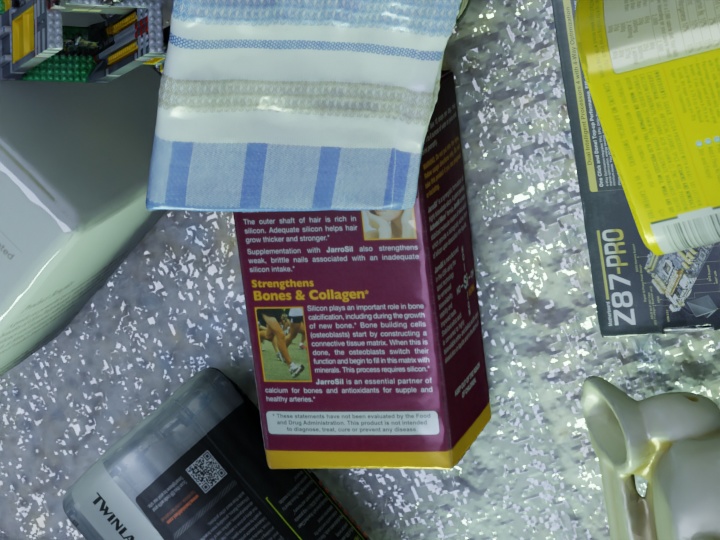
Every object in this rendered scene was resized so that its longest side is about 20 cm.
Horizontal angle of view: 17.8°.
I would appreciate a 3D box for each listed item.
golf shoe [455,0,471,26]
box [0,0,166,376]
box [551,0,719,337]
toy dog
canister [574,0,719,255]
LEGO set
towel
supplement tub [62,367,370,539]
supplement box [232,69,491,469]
[{"bbox_3d":[0.020,-0.215,1.168,0.077,0.094,0.202,-3,103,21],"label":"golf shoe"},{"bbox_3d":[-0.223,-0.059,1.241,0.200,0.199,0.171,46,114,2],"label":"box"},{"bbox_3d":[0.189,-0.070,1.175,0.160,0.049,0.202,-6,104,19],"label":"box"},{"bbox_3d":[0.230,0.101,1.146,0.198,0.194,0.141,-12,89,-11],"label":"toy dog"},{"bbox_3d":[0.214,-0.094,1.075,0.198,0.087,0.149,-13,121,17],"label":"canister"},{"bbox_3d":[-0.096,-0.159,1.134,0.198,0.116,0.155,9,83,-22],"label":"LEGO set"},{"bbox_3d":[-0.021,-0.113,1.096,0.146,0.024,0.201,0,124,-21],"label":"towel"},{"bbox_3d":[-0.063,0.165,1.294,0.122,0.122,0.200,-41,89,25],"label":"supplement tub"},{"bbox_3d":[0.000,0.000,1.242,0.109,0.086,0.202,-2,105,19],"label":"supplement box"}]
